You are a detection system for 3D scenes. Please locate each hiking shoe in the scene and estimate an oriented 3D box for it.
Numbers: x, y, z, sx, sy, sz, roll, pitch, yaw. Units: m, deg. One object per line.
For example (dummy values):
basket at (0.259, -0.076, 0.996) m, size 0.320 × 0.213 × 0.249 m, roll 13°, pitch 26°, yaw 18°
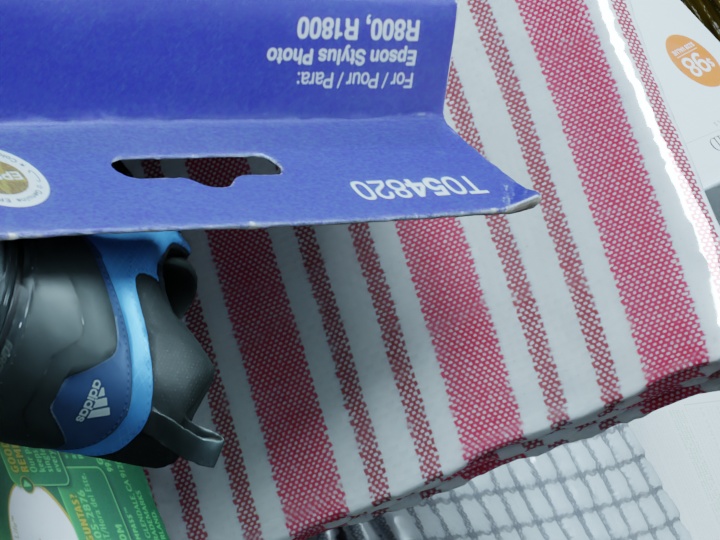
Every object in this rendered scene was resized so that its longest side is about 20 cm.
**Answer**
hiking shoe at (-0.088, -0.007, 0.714) m, size 0.087 × 0.074 × 0.200 m, roll 26°, pitch 22°, yaw -20°

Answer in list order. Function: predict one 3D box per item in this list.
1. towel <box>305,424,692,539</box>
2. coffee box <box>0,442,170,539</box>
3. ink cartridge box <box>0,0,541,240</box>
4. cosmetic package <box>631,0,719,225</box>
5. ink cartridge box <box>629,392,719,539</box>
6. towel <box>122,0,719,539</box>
towel at (0.033, 0.110, 0.856) m, size 0.166 × 0.086 × 0.200 m, roll -5°, pitch 64°, yaw -55°
coffee box at (-0.110, 0.085, 0.659) m, size 0.200 × 0.044 × 0.123 m, roll 4°, pitch 59°, yaw -61°
ink cartridge box at (-0.077, -0.077, 0.711) m, size 0.199 × 0.041 × 0.200 m, roll -4°, pitch 34°, yaw -41°
cosmetic package at (0.038, -0.059, 0.896) m, size 0.151 × 0.052 × 0.200 m, roll 50°, pitch 39°, yaw 13°
ink cartridge box at (0.138, 0.119, 1.084) m, size 0.200 × 0.048 × 0.146 m, roll 2°, pitch 62°, yaw -62°
towel at (0.000, 0.000, 0.775) m, size 0.030 × 0.200 × 0.147 m, roll 43°, pitch 27°, yaw -62°
